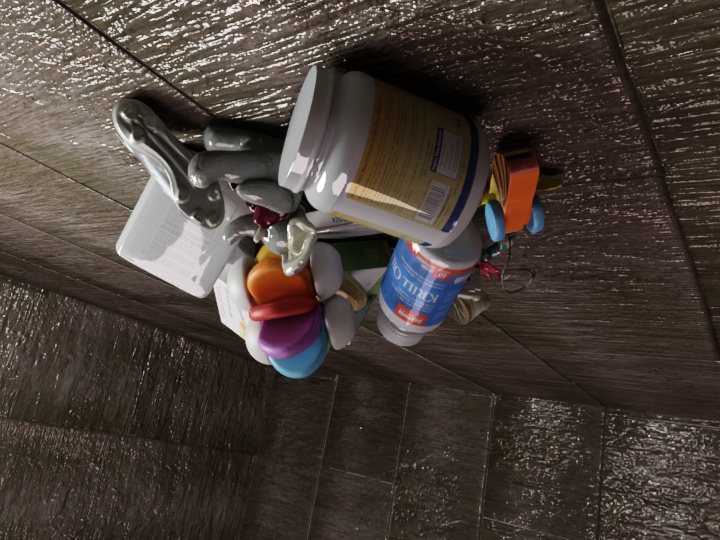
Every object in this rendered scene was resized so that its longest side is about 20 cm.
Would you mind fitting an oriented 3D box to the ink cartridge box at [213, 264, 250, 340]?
[{"bbox_3d":[-0.196,0.059,1.055,0.197,0.067,0.118,29,137,33],"label":"ink cartridge box"}]

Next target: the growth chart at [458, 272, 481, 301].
[{"bbox_3d":[0.145,0.004,1.019,0.140,0.018,0.200,12,-160,10],"label":"growth chart"}]

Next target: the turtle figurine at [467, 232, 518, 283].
[{"bbox_3d":[0.151,-0.035,0.918,0.146,0.104,0.200,21,171,-11],"label":"turtle figurine"}]

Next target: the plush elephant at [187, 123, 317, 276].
[{"bbox_3d":[-0.123,-0.089,0.779,0.193,0.160,0.166,1,-152,-15],"label":"plush elephant"}]

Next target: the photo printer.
[{"bbox_3d":[-0.262,-0.078,0.922,0.163,0.202,0.070,28,-159,-20],"label":"photo printer"}]

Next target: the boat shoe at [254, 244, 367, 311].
[{"bbox_3d":[-0.084,0.023,0.970,0.194,0.063,0.075,23,134,4],"label":"boat shoe"}]

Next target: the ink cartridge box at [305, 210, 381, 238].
[{"bbox_3d":[-0.018,-0.077,0.883,0.196,0.045,0.170,-4,178,43],"label":"ink cartridge box"}]

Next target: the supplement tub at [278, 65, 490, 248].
[{"bbox_3d":[0.022,-0.119,0.632,0.194,0.149,0.144,17,163,-18],"label":"supplement tub"}]

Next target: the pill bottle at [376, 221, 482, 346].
[{"bbox_3d":[0.088,0.016,0.853,0.108,0.115,0.203,13,135,-7],"label":"pill bottle"}]

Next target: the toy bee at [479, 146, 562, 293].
[{"bbox_3d":[0.176,-0.082,0.750,0.126,0.111,0.204,1,135,-16],"label":"toy bee"}]

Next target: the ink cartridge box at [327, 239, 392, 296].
[{"bbox_3d":[0.000,0.000,1.086,0.195,0.061,0.104,-7,151,-38],"label":"ink cartridge box"}]

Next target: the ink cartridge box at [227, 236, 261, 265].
[{"bbox_3d":[-0.206,-0.049,1.074,0.193,0.052,0.161,13,-164,-12],"label":"ink cartridge box"}]

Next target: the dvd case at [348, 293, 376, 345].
[{"bbox_3d":[-0.047,0.042,1.122,0.143,0.201,0.022,29,124,4],"label":"dvd case"}]

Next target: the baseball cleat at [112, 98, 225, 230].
[{"bbox_3d":[-0.260,-0.146,0.818,0.203,0.069,0.106,58,163,-25],"label":"baseball cleat"}]

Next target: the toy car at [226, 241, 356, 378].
[{"bbox_3d":[-0.102,0.064,0.864,0.169,0.206,0.151,-11,-158,7],"label":"toy car"}]

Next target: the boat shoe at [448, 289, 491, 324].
[{"bbox_3d":[0.160,0.027,1.091,0.063,0.074,0.199,-23,-149,-19],"label":"boat shoe"}]

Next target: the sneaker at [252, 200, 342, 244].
[{"bbox_3d":[-0.091,-0.057,1.041,0.197,0.080,0.145,20,165,-22],"label":"sneaker"}]
